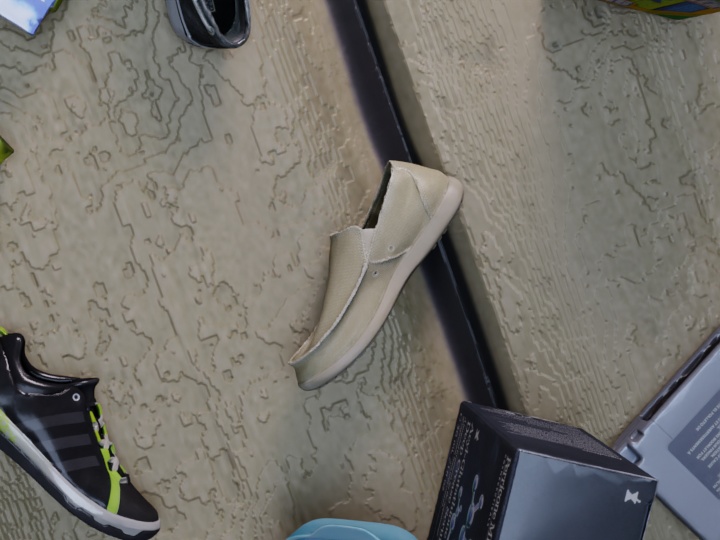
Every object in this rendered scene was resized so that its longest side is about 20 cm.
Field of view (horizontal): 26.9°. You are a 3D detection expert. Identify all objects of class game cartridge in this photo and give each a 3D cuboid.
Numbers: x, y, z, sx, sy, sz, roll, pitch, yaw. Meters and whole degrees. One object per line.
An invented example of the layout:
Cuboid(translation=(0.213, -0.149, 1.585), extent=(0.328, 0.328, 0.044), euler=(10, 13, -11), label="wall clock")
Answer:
Cuboid(translation=(0.314, 0.118, 1.215), extent=(0.133, 0.042, 0.200), euler=(44, 88, -13), label="game cartridge")

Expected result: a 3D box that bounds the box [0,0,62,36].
Cuboid(translation=(-0.238, -0.286, 1.100), extent=(0.122, 0.048, 0.200), euler=(30, 89, -10), label="box")

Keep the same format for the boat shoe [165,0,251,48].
Cuboid(translation=(-0.120, -0.257, 1.085), extent=(0.073, 0.068, 0.200), euler=(-17, 110, -29), label="boat shoe")

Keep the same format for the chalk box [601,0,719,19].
Cuboid(translation=(0.224, -0.261, 1.088), extent=(0.124, 0.200, 0.125), euler=(13, 92, -8), label="chalk box")

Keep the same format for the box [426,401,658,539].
Cuboid(translation=(0.125, 0.194, 1.112), extent=(0.107, 0.200, 0.149), euler=(13, 92, -9), label="box")

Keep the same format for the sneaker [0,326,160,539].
Cuboid(translation=(-0.216, 0.121, 1.125), extent=(0.200, 0.072, 0.083), euler=(42, 87, -9), label="sneaker")

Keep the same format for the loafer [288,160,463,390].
Cuboid(translation=(0.000, 0.000, 1.147), extent=(0.068, 0.076, 0.200), euler=(35, 80, -8), label="loafer")

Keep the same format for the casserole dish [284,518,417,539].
Cuboid(translation=(0.003, 0.259, 1.142), extent=(0.121, 0.039, 0.201), euler=(3, 124, 15), label="casserole dish")

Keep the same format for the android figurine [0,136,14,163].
Cuboid(translation=(-0.358, -0.052, 1.107), extent=(0.182, 0.041, 0.200), euler=(45, 87, -9), label="android figurine")
